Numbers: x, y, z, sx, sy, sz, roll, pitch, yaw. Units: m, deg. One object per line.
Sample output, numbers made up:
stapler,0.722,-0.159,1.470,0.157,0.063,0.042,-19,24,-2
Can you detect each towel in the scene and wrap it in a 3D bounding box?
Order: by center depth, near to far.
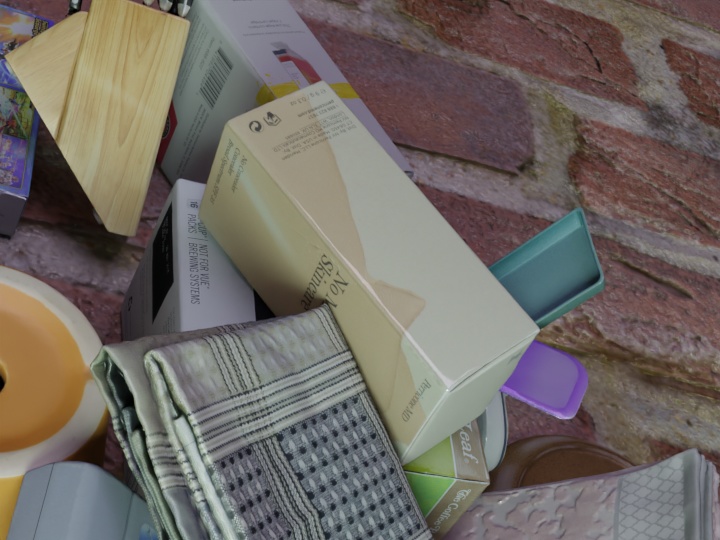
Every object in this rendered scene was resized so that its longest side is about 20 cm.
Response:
towel,-0.026,0.111,0.609,0.199,0.034,0.195,-10,75,-62
towel,0.124,0.200,0.774,0.032,0.189,0.201,58,28,-27

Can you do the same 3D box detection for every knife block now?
knife block,-0.149,-0.149,0.900,0.174,0.064,0.202,-31,102,-7

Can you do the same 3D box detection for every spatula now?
spatula,0.055,0.025,0.811,0.199,0.021,0.057,35,44,2

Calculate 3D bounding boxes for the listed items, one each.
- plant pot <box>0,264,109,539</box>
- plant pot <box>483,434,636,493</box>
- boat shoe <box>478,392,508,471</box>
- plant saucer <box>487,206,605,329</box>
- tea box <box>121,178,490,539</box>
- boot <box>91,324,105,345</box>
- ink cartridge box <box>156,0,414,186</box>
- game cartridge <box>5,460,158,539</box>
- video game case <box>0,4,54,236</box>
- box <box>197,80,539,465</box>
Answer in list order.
plant pot,-0.210,0.100,0.648,0.198,0.184,0.202,17,43,-16
plant pot,0.172,0.196,0.917,0.198,0.028,0.202,18,42,-17
boat shoe,0.089,0.065,0.966,0.069,0.071,0.201,12,40,-24
plant saucer,0.086,0.035,0.904,0.019,0.199,0.070,32,34,-37
tea box,-0.043,0.074,0.819,0.194,0.134,0.202,12,45,-21
boot,-0.261,-0.009,0.795,0.197,0.070,0.148,0,63,-19
ink cartridge box,-0.069,-0.090,0.957,0.083,0.146,0.201,-12,57,-41
game cartridge,-0.099,0.184,0.581,0.041,0.201,0.134,-11,42,19
video game case,-0.318,-0.129,0.912,0.179,0.046,0.202,14,44,-20
box,0.000,0.000,0.738,0.077,0.095,0.200,-27,67,-34
